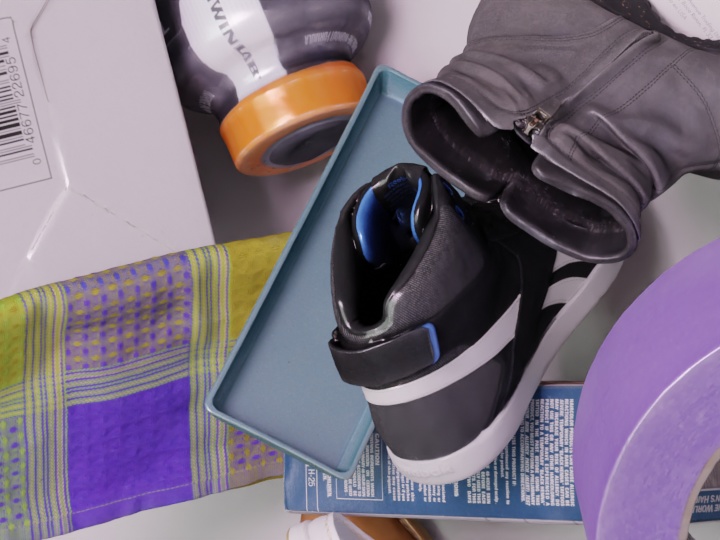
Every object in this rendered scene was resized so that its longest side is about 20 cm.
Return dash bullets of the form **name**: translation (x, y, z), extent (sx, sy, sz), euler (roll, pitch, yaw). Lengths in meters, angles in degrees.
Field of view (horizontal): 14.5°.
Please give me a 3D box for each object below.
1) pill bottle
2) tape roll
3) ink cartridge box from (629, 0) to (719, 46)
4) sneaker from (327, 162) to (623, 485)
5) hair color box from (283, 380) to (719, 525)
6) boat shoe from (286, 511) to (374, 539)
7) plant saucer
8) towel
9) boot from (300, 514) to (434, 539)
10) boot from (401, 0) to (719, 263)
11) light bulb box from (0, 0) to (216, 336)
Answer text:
- **pill bottle**: translation (-0.060, -0.146, 1.332), extent (0.106, 0.106, 0.200), euler (-34, 71, 34)
- **tape roll**: translation (0.184, 0.083, 1.087), extent (0.085, 0.200, 0.200), euler (-97, 30, -66)
- **ink cartridge box**: translation (0.163, -0.158, 1.148), extent (0.200, 0.068, 0.117), euler (-27, 111, 36)
- **sneaker**: translation (0.050, -0.018, 1.183), extent (0.073, 0.200, 0.112), euler (-5, 129, 31)
- **hair color box**: translation (0.073, 0.078, 1.239), extent (0.200, 0.100, 0.061), euler (-1, 88, 38)
- **boat shoe**: translation (0.053, 0.167, 1.244), extent (0.069, 0.071, 0.200), euler (-42, 105, 16)
- **plant saucer**: translation (0.000, 0.000, 1.245), extent (0.070, 0.200, 0.019), euler (27, 149, -1)
- **towel**: translation (-0.086, 0.053, 1.275), extent (0.023, 0.200, 0.144), euler (-125, 33, -46)
- **boot**: translation (-0.016, 0.190, 1.278), extent (0.074, 0.155, 0.200), euler (-31, 73, 35)
- **boot**: translation (0.119, -0.042, 1.123), extent (0.200, 0.132, 0.070), euler (23, 131, 4)
- **light bulb box**: translation (-0.167, -0.067, 1.340), extent (0.200, 0.125, 0.199), euler (170, 86, -71)
